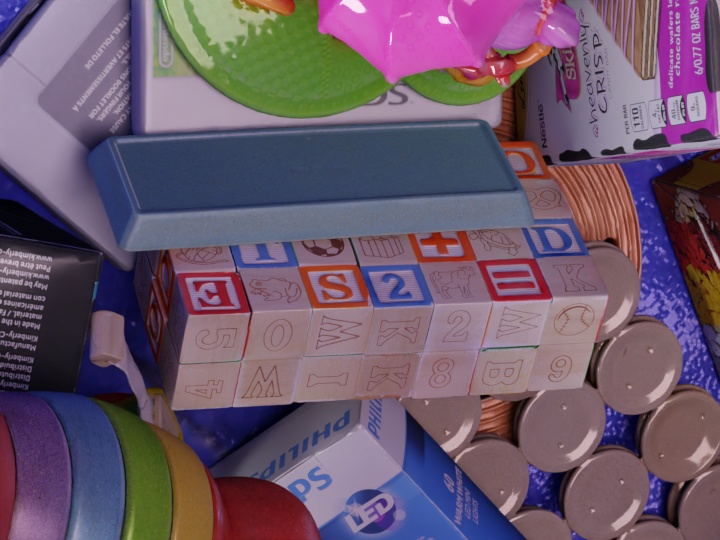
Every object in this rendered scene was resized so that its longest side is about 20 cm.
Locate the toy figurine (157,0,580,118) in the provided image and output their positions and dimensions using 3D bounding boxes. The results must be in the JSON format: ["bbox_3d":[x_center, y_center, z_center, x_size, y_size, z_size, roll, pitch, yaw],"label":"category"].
[{"bbox_3d":[0.029,-0.120,1.241,0.199,0.184,0.151,21,92,-24],"label":"toy figurine"}]

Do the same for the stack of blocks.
[{"bbox_3d":[0.000,0.000,1.322,0.199,0.115,0.059,-2,131,-18],"label":"stack of blocks"}]

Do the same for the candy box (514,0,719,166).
[{"bbox_3d":[0.135,-0.121,1.321,0.061,0.200,0.137,-3,89,-22],"label":"candy box"}]

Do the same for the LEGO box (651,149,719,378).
[{"bbox_3d":[0.270,-0.018,1.469,0.199,0.077,0.150,-26,108,-15],"label":"LEGO box"}]

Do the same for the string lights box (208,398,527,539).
[{"bbox_3d":[0.025,0.152,1.393,0.103,0.059,0.200,-34,113,20],"label":"string lights box"}]

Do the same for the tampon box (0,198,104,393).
[{"bbox_3d":[-0.209,0.067,1.259,0.126,0.150,0.201,10,96,-24],"label":"tampon box"}]

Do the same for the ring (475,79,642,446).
[{"bbox_3d":[0.047,0.000,1.418,0.199,0.019,0.202,-3,100,-20],"label":"ring"}]

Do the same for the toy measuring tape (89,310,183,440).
[{"bbox_3d":[-0.121,0.076,1.302,0.073,0.074,0.200,-37,153,-11],"label":"toy measuring tape"}]

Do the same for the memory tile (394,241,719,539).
[{"bbox_3d":[0.110,0.094,1.443,0.153,0.017,0.200,-37,118,-9],"label":"memory tile"}]

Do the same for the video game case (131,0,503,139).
[{"bbox_3d":[-0.017,-0.163,1.326,0.181,0.022,0.201,-3,100,-21],"label":"video game case"}]

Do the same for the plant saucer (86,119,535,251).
[{"bbox_3d":[-0.021,-0.042,1.306,0.199,0.070,0.019,-4,131,-19],"label":"plant saucer"}]

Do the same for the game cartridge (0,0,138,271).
[{"bbox_3d":[-0.085,-0.106,1.340,0.133,0.042,0.200,42,83,-26],"label":"game cartridge"}]

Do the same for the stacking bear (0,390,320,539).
[{"bbox_3d":[-0.103,0.113,1.179,0.199,0.121,0.114,16,101,-37],"label":"stacking bear"}]
